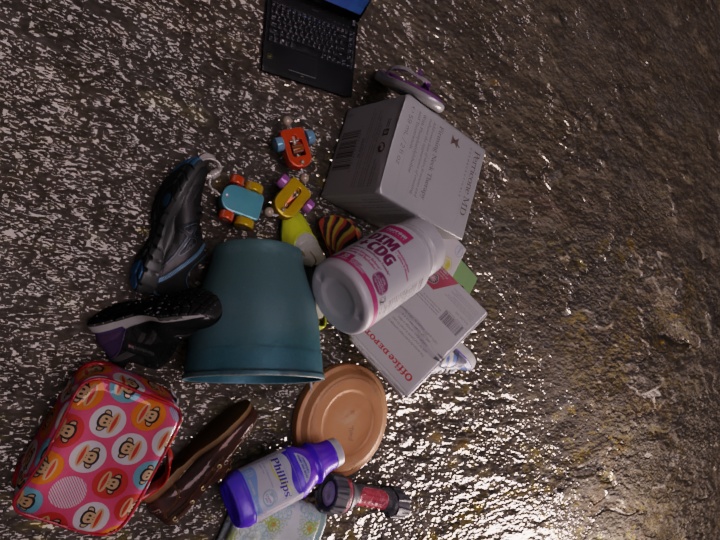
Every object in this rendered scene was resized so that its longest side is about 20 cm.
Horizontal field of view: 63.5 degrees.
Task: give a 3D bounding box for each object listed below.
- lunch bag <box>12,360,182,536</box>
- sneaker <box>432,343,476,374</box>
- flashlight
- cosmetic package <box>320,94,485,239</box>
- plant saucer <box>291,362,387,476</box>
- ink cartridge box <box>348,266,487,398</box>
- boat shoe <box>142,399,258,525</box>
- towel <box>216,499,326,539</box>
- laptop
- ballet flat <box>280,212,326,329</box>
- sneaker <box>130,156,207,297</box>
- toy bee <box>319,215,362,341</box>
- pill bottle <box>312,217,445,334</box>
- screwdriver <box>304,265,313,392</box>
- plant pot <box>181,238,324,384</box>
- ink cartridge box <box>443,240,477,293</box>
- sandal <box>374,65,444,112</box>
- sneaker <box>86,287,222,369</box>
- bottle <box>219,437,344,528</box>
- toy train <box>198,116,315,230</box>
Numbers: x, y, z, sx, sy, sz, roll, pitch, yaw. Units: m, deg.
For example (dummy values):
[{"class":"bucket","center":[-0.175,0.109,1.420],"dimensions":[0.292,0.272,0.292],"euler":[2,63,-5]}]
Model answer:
[{"class":"lunch bag","center":[-0.326,0.236,0.759],"dimensions":[0.175,0.082,0.202],"euler":[34,84,-32]},{"class":"sneaker","center":[0.125,0.182,1.113],"dimensions":[0.200,0.080,0.147],"euler":[42,77,-34]},{"class":"flashlight","center":[0.011,0.406,1.031],"dimensions":[0.199,0.068,0.069],"euler":[27,50,-36]},{"class":"cosmetic package","center":[0.073,-0.165,0.989],"dimensions":[0.198,0.165,0.170],"euler":[23,80,-36]},{"class":"plant saucer","center":[-0.029,0.266,1.027],"dimensions":[0.198,0.032,0.204],"euler":[-4,96,-36]},{"class":"ink cartridge box","center":[0.096,0.099,1.006],"dimensions":[0.200,0.085,0.146],"euler":[-44,81,-8]},{"class":"boat shoe","center":[-0.226,0.281,0.859],"dimensions":[0.200,0.070,0.071],"euler":[-41,109,-18]},{"class":"towel","center":[-0.157,0.462,0.936],"dimensions":[0.170,0.048,0.203],"euler":[31,75,-35]},{"class":"laptop","center":[-0.051,-0.402,0.919],"dimensions":[0.175,0.103,0.204],"euler":[5,90,-36]},{"class":"ballet flat","center":[-0.084,0.002,0.944],"dimensions":[0.066,0.066,0.204],"euler":[-12,100,-43]},{"class":"sneaker","center":[-0.253,-0.059,0.820],"dimensions":[0.081,0.073,0.203],"euler":[21,91,-38]},{"class":"toy bee","center":[0.000,0.000,0.982],"dimensions":[0.131,0.107,0.203],"euler":[-77,155,-64]},{"class":"pill bottle","center":[0.033,0.000,0.866],"dimensions":[0.199,0.112,0.115],"euler":[-32,111,-40]},{"class":"screwdriver","center":[-0.079,0.094,0.914],"dimensions":[0.028,0.029,0.204],"euler":[-12,99,-51]},{"class":"plant pot","center":[-0.148,0.062,0.836],"dimensions":[0.198,0.199,0.191],"euler":[10,72,-36]},{"class":"ink cartridge box","center":[0.162,0.015,1.142],"dimensions":[0.200,0.048,0.147],"euler":[42,69,-28]},{"class":"sandal","center":[0.079,-0.314,0.963],"dimensions":[0.082,0.203,0.050],"euler":[19,108,-34]},{"class":"sneaker","center":[-0.256,0.082,0.764],"dimensions":[0.076,0.197,0.089],"euler":[-55,132,-58]},{"class":"bottle","center":[-0.115,0.321,0.910],"dimensions":[0.198,0.065,0.084],"euler":[-15,70,-36]},{"class":"toy train","center":[-0.149,-0.143,0.899],"dimensions":[0.198,0.055,0.152],"euler":[-24,94,-28]}]
